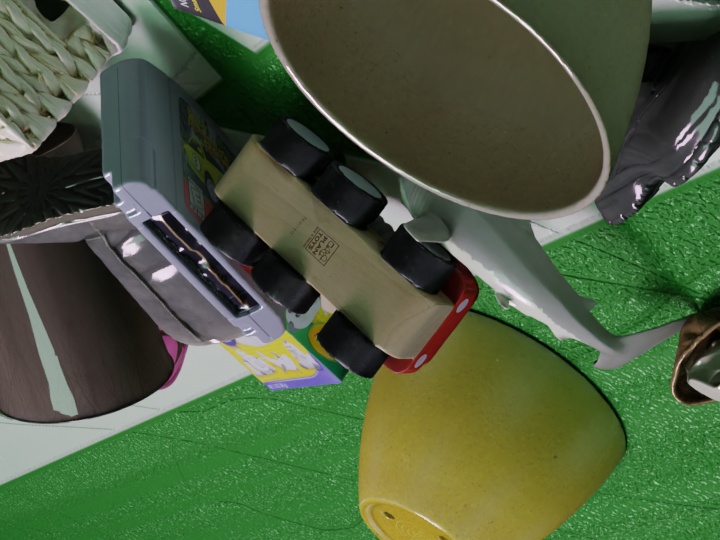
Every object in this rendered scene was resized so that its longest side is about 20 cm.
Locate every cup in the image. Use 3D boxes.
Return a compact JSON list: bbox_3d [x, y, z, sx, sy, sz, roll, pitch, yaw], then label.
[{"bbox_3d":[0.069,-0.144,1.115,0.199,0.144,0.201,27,154,14],"label":"cup"}]

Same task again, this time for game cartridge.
[{"bbox_3d":[-0.113,-0.053,1.530,0.041,0.134,0.200,-25,138,15],"label":"game cartridge"}]

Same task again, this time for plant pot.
[{"bbox_3d":[0.077,0.144,1.640,0.199,0.142,0.200,27,155,14],"label":"plant pot"}]

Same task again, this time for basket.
[{"bbox_3d":[-0.277,-0.156,1.547,0.136,0.124,0.200,44,153,-24],"label":"basket"},{"bbox_3d":[-0.245,-0.002,1.718,0.180,0.136,0.201,11,122,53],"label":"basket"}]

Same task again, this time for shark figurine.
[{"bbox_3d":[0.111,-0.017,1.391,0.214,0.090,0.128,39,-170,7],"label":"shark figurine"}]

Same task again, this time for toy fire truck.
[{"bbox_3d":[0.000,0.000,1.507,0.176,0.129,0.200,42,-166,20],"label":"toy fire truck"}]

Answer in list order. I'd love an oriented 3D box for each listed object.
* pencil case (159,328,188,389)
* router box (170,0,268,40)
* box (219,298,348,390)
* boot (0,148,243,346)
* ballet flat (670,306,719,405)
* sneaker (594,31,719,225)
[{"bbox_3d":[-0.241,0.027,1.891,0.199,0.091,0.094,22,-171,20],"label":"pencil case"},{"bbox_3d":[-0.068,-0.212,1.268,0.149,0.051,0.200,22,153,29],"label":"router box"},{"bbox_3d":[-0.100,0.014,1.739,0.200,0.048,0.117,45,154,-19],"label":"box"},{"bbox_3d":[-0.179,-0.013,1.610,0.181,0.073,0.200,-1,156,26],"label":"boot"},{"bbox_3d":[0.240,0.042,1.335,0.068,0.073,0.200,35,156,-8],"label":"ballet flat"},{"bbox_3d":[0.152,-0.090,1.205,0.091,0.076,0.200,42,153,-3],"label":"sneaker"}]
